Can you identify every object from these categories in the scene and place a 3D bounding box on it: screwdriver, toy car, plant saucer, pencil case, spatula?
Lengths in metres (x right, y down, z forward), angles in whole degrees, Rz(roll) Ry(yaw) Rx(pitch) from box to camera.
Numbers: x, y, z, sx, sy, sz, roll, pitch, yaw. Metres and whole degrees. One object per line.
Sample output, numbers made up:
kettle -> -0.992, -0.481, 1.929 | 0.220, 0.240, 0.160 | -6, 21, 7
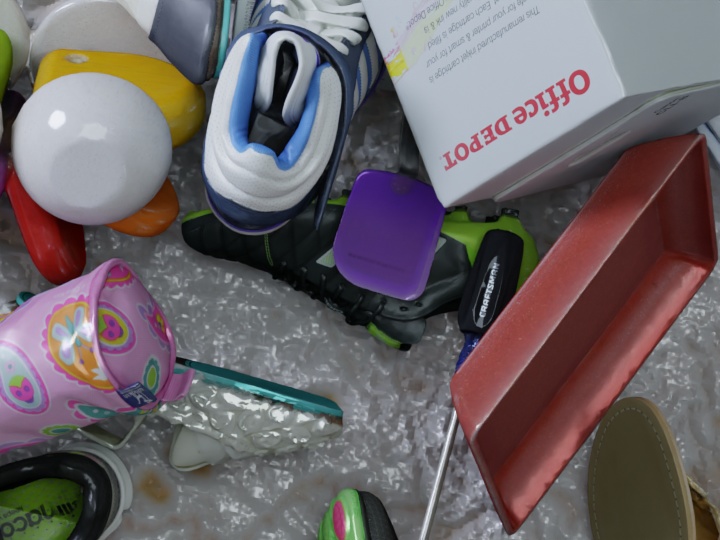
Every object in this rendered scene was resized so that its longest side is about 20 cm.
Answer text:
screwdriver -> 0.049, 0.071, 1.544 | 0.029, 0.028, 0.200 | 26, 75, -23
toy car -> -0.188, -0.066, 1.546 | 0.200, 0.175, 0.150 | 9, 117, -5
plant saucer -> 0.116, 0.030, 1.532 | 0.037, 0.200, 0.200 | 34, 79, 19
pencil case -> -0.189, 0.062, 1.503 | 0.200, 0.087, 0.088 | -19, 82, 25
spatula -> 0.030, -0.086, 1.560 | 0.056, 0.021, 0.200 | 16, 78, -16

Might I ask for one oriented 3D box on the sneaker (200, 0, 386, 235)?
sneaker -> -0.024, -0.117, 1.494 | 0.081, 0.146, 0.200 | 23, 77, -2

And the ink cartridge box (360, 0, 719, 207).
ink cartridge box -> 0.098, -0.154, 1.484 | 0.145, 0.145, 0.200 | -11, 77, -43

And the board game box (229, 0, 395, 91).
board game box -> 0.033, -0.174, 1.616 | 0.200, 0.064, 0.148 | 7, 82, -3

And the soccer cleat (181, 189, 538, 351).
soccer cleat -> 0.000, 0.000, 1.585 | 0.200, 0.068, 0.081 | 5, 81, -8

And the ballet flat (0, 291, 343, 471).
ballet flat -> -0.109, 0.071, 1.568 | 0.200, 0.072, 0.072 | 19, 80, 4

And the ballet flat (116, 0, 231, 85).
ballet flat -> -0.102, -0.167, 1.557 | 0.073, 0.073, 0.200 | 7, 38, -4

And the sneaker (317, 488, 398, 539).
sneaker -> 0.043, 0.204, 1.562 | 0.084, 0.077, 0.200 | -30, 88, -27

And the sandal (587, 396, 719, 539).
sandal -> 0.182, 0.170, 1.587 | 0.070, 0.078, 0.212 | -9, 89, -38

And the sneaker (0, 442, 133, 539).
sneaker -> -0.211, 0.151, 1.528 | 0.200, 0.087, 0.074 | -29, 85, -9

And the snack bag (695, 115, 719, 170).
snack bag -> 0.231, -0.170, 1.562 | 0.188, 0.021, 0.200 | -32, 75, -1
